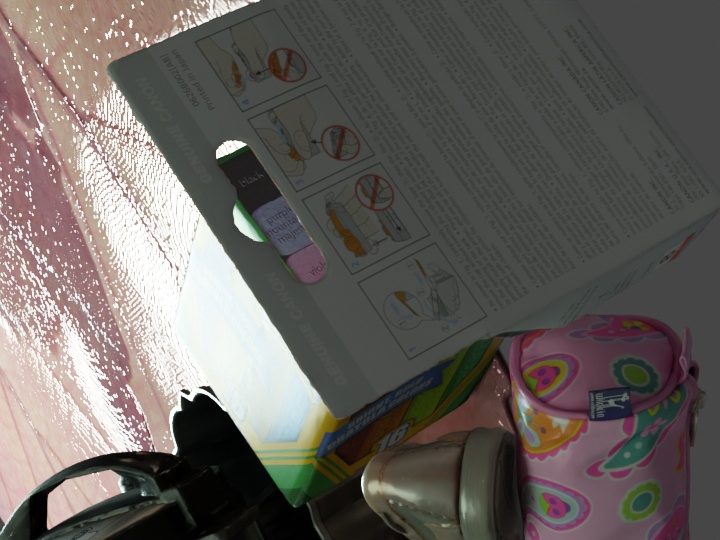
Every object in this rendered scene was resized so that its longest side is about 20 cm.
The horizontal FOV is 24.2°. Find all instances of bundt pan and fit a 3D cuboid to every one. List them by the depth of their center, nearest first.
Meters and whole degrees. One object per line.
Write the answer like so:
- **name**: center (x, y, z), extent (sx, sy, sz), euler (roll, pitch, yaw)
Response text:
- **bundt pan**: center (-0.036, 0.148, 1.057), extent (0.202, 0.075, 0.203), euler (40, 145, 36)

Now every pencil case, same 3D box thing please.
- **pencil case**: center (0.115, 0.114, 0.756), extent (0.087, 0.087, 0.202), euler (30, 137, 46)

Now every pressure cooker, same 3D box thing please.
- **pressure cooker**: center (-0.131, 0.208, 1.006), extent (0.201, 0.175, 0.179), euler (65, 169, -2)

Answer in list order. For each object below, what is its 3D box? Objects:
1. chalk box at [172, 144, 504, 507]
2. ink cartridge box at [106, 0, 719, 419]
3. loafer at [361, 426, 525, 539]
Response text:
- **chalk box**: center (0.000, 0.000, 0.810), extent (0.124, 0.124, 0.200), euler (53, 153, 18)
- **ink cartridge box**: center (0.022, -0.041, 0.649), extent (0.163, 0.199, 0.050), euler (55, 152, 14)
- **loafer**: center (0.050, 0.109, 0.802), extent (0.200, 0.062, 0.073), euler (53, -139, -70)
